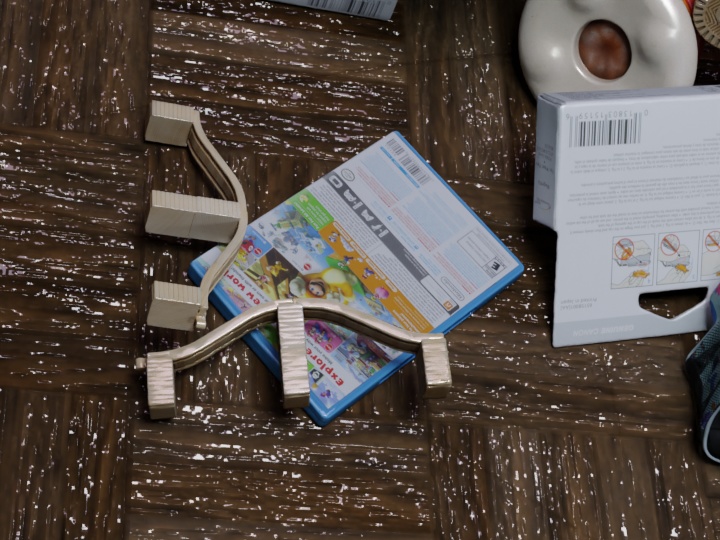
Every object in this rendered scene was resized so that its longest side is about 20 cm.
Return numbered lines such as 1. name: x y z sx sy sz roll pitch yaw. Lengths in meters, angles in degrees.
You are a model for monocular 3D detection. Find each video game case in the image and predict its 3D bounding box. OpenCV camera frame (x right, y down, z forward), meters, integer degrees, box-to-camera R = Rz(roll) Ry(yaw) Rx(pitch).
1. video game case: 0.000 0.000 1.064 0.199 0.018 0.143 -35 75 -30

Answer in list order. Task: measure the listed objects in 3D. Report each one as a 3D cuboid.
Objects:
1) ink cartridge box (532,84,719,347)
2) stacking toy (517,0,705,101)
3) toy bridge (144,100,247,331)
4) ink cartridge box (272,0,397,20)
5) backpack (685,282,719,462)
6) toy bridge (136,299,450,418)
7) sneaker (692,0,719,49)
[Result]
1. ink cartridge box: 0.221 -0.043 1.105 0.198 0.175 0.044 -5 17 -19
2. stacking toy: 0.226 -0.193 1.204 0.146 0.146 0.200 43 39 12
3. toy bridge: -0.110 -0.035 1.021 0.067 0.027 0.201 8 44 -17
4. ink cartridge box: -0.067 -0.301 1.211 0.196 0.047 0.202 7 57 -10
5. backpack: 0.330 0.045 1.023 0.176 0.200 0.152 9 58 -10
6. toy bridge: -0.044 0.053 0.983 0.198 0.027 0.068 -3 65 -6
7. sneaker: 0.342 -0.177 1.128 0.199 0.072 0.113 25 29 2
